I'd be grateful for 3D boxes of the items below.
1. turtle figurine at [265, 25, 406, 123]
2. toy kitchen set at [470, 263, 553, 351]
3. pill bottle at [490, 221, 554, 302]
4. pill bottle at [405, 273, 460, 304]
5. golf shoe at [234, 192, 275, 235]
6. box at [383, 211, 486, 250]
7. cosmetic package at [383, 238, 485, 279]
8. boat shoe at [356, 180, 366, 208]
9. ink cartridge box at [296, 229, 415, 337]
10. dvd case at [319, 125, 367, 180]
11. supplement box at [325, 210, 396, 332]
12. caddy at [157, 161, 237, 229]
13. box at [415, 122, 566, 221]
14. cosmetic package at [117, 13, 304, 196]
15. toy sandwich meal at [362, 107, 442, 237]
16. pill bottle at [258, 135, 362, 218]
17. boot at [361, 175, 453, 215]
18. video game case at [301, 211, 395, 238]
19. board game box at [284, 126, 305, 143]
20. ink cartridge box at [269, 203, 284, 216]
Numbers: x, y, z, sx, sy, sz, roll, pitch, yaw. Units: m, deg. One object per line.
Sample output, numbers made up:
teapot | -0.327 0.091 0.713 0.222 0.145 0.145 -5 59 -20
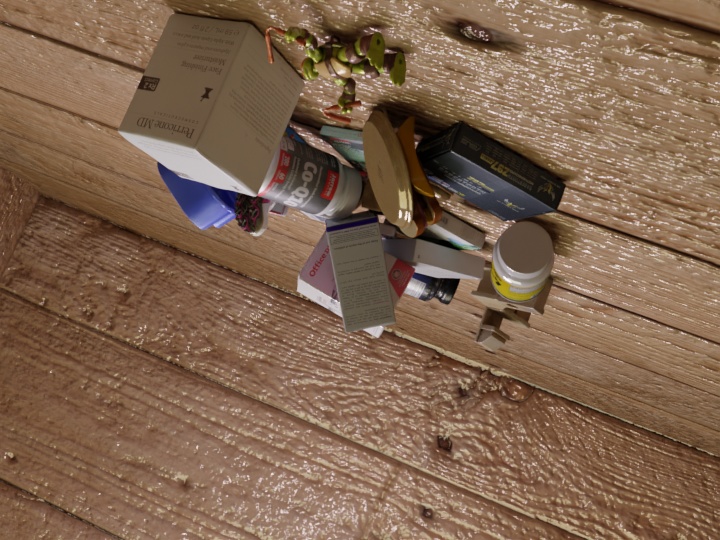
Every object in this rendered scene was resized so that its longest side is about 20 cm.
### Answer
turtle figurine | -0.020 -0.267 1.103 0.160 0.065 0.200 5 152 37
toy kitchen set | 0.364 0.108 1.898 0.179 0.165 0.199 12 165 46
pill bottle | 0.298 -0.016 1.549 0.113 0.116 0.200 20 169 12
pill bottle | 0.135 0.005 2.012 0.198 0.113 0.112 23 170 -2
golf shoe | -0.184 -0.137 1.552 0.092 0.202 0.072 29 125 -36
box | 0.150 -0.085 1.737 0.143 0.037 0.200 27 171 -21
cosmetic package | 0.143 -0.024 1.782 0.198 0.052 0.150 14 175 -36
boat shoe | -0.055 -0.159 1.701 0.070 0.071 0.199 22 171 -25
ink cartridge box | -0.010 0.018 1.697 0.198 0.147 0.083 30 158 4
dvd case | 0.034 -0.192 1.487 0.145 0.022 0.200 16 169 34
supplement box | 0.000 0.000 1.564 0.102 0.203 0.101 -12 -169 -1
caddy | -0.294 -0.175 1.614 0.201 0.105 0.141 55 -164 4
box | 0.192 -0.146 1.295 0.198 0.052 0.157 26 168 -17
cosmetic package | -0.218 -0.245 1.254 0.163 0.202 0.165 15 168 31
toy sandwich meal | 0.064 -0.152 1.290 0.069 0.208 0.205 -16 176 -11
pill bottle | -0.101 -0.165 1.492 0.198 0.115 0.113 16 175 -35
boot | 0.079 -0.126 1.458 0.199 0.076 0.073 10 163 48
video game case | -0.021 -0.100 1.765 0.197 0.023 0.182 15 180 4
board game box | -0.217 -0.259 1.584 0.198 0.056 0.196 17 168 31
ink cartridge box | -0.222 -0.173 1.805 0.143 0.085 0.200 15 -178 -3
